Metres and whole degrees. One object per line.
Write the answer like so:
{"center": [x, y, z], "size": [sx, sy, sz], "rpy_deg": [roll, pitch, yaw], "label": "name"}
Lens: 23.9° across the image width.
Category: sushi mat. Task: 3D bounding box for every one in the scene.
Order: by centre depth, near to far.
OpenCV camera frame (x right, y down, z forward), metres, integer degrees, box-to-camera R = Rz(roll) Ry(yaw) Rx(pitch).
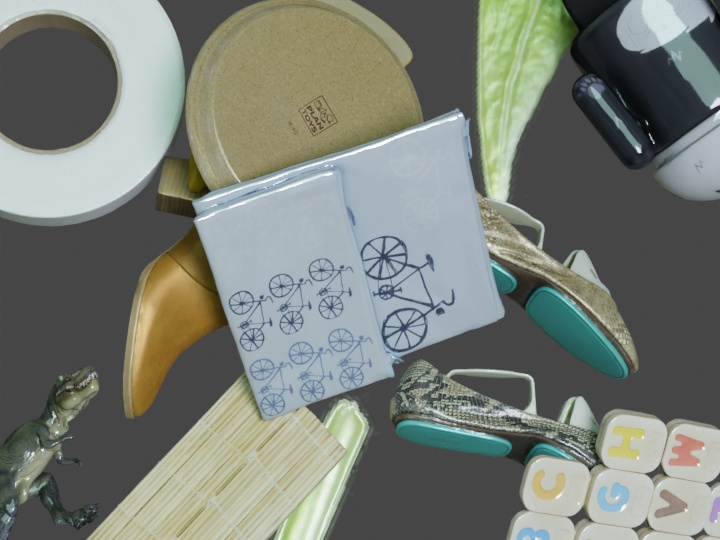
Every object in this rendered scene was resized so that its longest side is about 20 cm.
{"center": [-0.109, 0.168, 1.215], "size": [0.096, 0.012, 0.200], "rpy_deg": [44, 79, 1], "label": "sushi mat"}

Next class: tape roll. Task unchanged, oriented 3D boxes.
{"center": [-0.226, -0.134, 1.238], "size": [0.201, 0.037, 0.205], "rpy_deg": [1, 80, -6], "label": "tape roll"}

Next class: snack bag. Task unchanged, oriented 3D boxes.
{"center": [0.000, 0.000, 1.175], "size": [0.199, 0.021, 0.190], "rpy_deg": [-19, 125, -6], "label": "snack bag"}

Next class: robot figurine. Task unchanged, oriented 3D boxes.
{"center": [0.233, -0.147, 1.252], "size": [0.150, 0.125, 0.201], "rpy_deg": [-35, 86, 8], "label": "robot figurine"}

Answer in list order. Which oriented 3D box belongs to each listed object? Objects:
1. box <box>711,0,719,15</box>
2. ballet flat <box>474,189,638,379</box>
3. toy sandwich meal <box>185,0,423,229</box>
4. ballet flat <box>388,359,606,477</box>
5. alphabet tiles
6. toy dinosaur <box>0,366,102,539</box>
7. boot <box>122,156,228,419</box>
{"center": [0.285, -0.257, 1.253], "size": [0.200, 0.047, 0.194], "rpy_deg": [-26, 85, -54], "label": "box"}
{"center": [0.132, -0.001, 1.246], "size": [0.199, 0.071, 0.065], "rpy_deg": [36, 64, -4], "label": "ballet flat"}
{"center": [-0.043, -0.106, 1.212], "size": [0.204, 0.070, 0.207], "rpy_deg": [6, 76, -25], "label": "toy sandwich meal"}
{"center": [0.120, 0.112, 1.229], "size": [0.199, 0.068, 0.076], "rpy_deg": [21, 63, -1], "label": "ballet flat"}
{"center": [0.193, 0.201, 1.204], "size": [0.194, 0.015, 0.202], "rpy_deg": [11, 98, -20], "label": "alphabet tiles"}
{"center": [-0.240, 0.159, 1.186], "size": [0.200, 0.048, 0.088], "rpy_deg": [-44, 73, -11], "label": "toy dinosaur"}
{"center": [-0.087, 0.018, 1.213], "size": [0.143, 0.071, 0.203], "rpy_deg": [12, 76, -4], "label": "boot"}
